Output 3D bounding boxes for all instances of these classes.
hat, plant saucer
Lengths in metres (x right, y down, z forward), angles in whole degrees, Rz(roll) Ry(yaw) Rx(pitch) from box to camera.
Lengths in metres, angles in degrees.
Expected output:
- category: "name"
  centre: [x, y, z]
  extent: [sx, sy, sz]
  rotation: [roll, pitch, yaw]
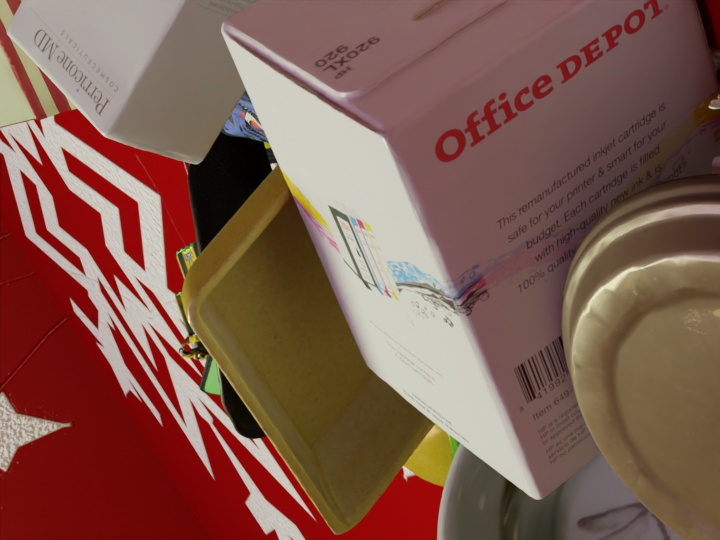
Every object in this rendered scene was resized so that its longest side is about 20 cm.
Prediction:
- category: "hat"
  centre: [-0.037, -0.001, 1.083]
  extent: [0.201, 0.081, 0.202]
  rotation: [-5, -90, -73]
- category: "plant saucer"
  centre: [0.132, 0.110, 0.808]
  extent: [0.200, 0.200, 0.050]
  rotation: [39, 176, 46]
- category: "plant saucer"
  centre: [0.158, 0.054, 0.659]
  extent: [0.200, 0.029, 0.201]
  rotation: [25, 140, 23]
- category: "plant saucer"
  centre: [0.000, 0.000, 0.892]
  extent: [0.048, 0.200, 0.200]
  rotation: [22, 154, 38]

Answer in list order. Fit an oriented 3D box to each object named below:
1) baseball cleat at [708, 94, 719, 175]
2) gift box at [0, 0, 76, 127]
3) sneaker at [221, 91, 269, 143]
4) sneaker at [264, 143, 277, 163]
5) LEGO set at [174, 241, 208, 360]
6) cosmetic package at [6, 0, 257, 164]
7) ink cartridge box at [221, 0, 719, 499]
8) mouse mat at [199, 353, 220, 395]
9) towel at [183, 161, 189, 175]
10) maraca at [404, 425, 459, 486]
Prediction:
- category: "baseball cleat"
  centre: [0.198, 0.013, 0.659]
  extent: [0.106, 0.070, 0.200]
  rotation: [11, 138, 46]
- category: "gift box"
  centre: [-0.228, -0.224, 1.136]
  extent: [0.187, 0.184, 0.200]
  rotation: [72, 180, -52]
- category: "sneaker"
  centre: [-0.056, -0.102, 0.981]
  extent: [0.200, 0.078, 0.076]
  rotation: [34, -130, -70]
- category: "sneaker"
  centre: [-0.064, -0.131, 1.146]
  extent: [0.200, 0.066, 0.079]
  rotation: [80, 180, -70]
- category: "LEGO set"
  centre: [-0.055, 0.038, 1.266]
  extent: [0.200, 0.153, 0.116]
  rotation: [130, 122, -69]
- category: "cosmetic package"
  centre: [-0.074, -0.162, 0.841]
  extent: [0.074, 0.200, 0.102]
  rotation: [13, -155, -51]
- category: "ink cartridge box"
  centre: [0.062, -0.042, 0.768]
  extent: [0.145, 0.147, 0.200]
  rotation: [36, 155, 51]
- category: "mouse mat"
  centre: [-0.014, 0.088, 1.271]
  extent: [0.199, 0.008, 0.161]
  rotation: [12, 164, -6]
- category: "towel"
  centre: [-0.109, -0.143, 1.133]
  extent: [0.200, 0.023, 0.144]
  rotation: [-99, -3, -48]
- category: "maraca"
  centre: [0.053, 0.077, 1.061]
  extent: [0.137, 0.107, 0.201]
  rotation: [73, -176, -61]
